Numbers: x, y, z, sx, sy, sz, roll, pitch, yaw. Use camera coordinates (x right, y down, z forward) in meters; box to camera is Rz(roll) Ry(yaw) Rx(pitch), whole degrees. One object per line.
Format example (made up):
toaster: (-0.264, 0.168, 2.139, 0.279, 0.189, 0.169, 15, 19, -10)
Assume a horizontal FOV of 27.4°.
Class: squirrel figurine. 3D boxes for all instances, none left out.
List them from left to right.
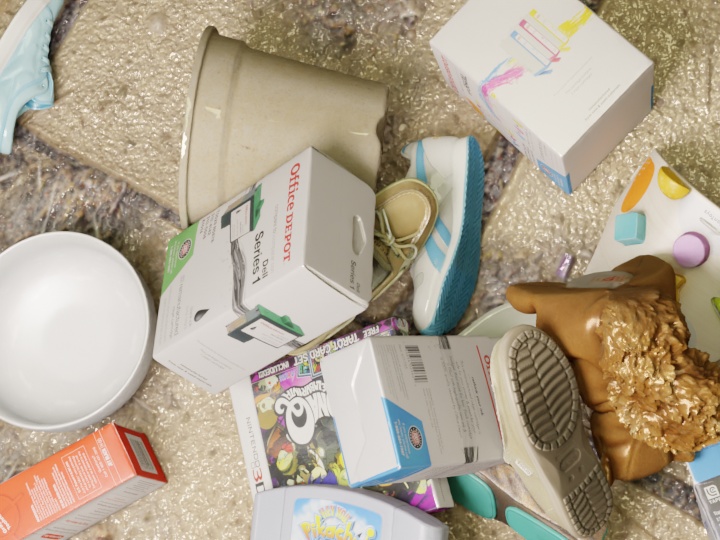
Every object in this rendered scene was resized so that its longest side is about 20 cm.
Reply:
squirrel figurine: (0.233, 0.100, 1.274, 0.141, 0.200, 0.188, -14, 103, -14)

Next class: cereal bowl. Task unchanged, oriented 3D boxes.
cereal bowl: (-0.293, 0.066, 1.474, 0.199, 0.083, 0.201, -2, 77, 10)

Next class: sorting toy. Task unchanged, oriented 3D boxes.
sorting toy: (0.289, 0.015, 1.381, 0.200, 0.107, 0.180, 41, 106, 17)

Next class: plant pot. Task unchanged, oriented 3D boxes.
plant pot: (-0.069, -0.124, 1.433, 0.182, 0.200, 0.202, 8, 78, 1)

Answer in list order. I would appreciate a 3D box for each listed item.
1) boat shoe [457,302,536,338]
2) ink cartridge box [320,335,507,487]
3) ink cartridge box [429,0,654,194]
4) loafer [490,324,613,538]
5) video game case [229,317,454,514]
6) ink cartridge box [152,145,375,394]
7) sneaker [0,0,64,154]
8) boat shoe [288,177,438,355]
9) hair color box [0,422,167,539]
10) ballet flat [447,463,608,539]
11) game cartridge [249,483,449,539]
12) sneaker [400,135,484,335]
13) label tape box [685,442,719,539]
boat shoe: (0.125, 0.089, 1.403, 0.199, 0.062, 0.073, -27, 57, 2)
ink cartridge box: (0.068, 0.121, 1.299, 0.068, 0.199, 0.117, -27, 69, 41)
ink cartridge box: (0.167, -0.196, 1.423, 0.125, 0.129, 0.200, -46, 73, -2)
loafer: (0.151, 0.139, 1.263, 0.076, 0.068, 0.201, -31, 109, -31)
video game case: (-0.023, 0.161, 1.389, 0.199, 0.036, 0.182, -22, 73, 28)
ink cartridge box: (-0.087, 0.001, 1.336, 0.200, 0.084, 0.147, -31, 41, 33)
sneaker: (-0.353, -0.212, 1.568, 0.082, 0.074, 0.201, 31, 78, -14)
boat shoe: (-0.002, -0.001, 1.369, 0.201, 0.063, 0.073, -43, 101, 4)
hair color box: (-0.298, 0.224, 1.429, 0.199, 0.102, 0.061, -30, 74, 2)
ballet flat: (0.143, 0.204, 1.368, 0.200, 0.068, 0.067, 31, 55, 28)
game cartridge: (-0.017, 0.262, 1.333, 0.199, 0.040, 0.134, 4, 84, 32)
sneaker: (0.070, -0.032, 1.438, 0.080, 0.076, 0.201, 1, 73, 23)
label tape box: (0.385, 0.226, 1.317, 0.143, 0.066, 0.201, -21, 71, 5)
